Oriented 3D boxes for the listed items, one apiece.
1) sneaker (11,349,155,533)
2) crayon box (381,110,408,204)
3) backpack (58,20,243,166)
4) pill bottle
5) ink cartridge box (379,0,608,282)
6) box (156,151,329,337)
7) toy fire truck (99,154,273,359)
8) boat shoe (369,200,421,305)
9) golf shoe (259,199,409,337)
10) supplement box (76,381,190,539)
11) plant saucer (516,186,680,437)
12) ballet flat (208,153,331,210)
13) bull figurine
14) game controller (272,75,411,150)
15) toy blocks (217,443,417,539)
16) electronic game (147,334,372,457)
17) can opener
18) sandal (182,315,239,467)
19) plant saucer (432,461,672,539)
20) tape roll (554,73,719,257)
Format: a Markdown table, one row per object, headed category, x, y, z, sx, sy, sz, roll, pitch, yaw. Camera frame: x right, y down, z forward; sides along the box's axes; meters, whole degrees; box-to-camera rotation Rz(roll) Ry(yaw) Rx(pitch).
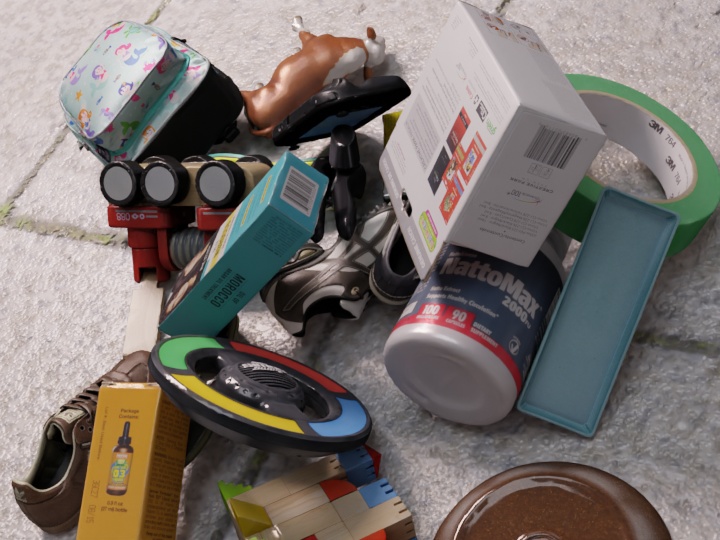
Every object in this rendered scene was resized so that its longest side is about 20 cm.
| category | x | y | z | sx | sy | sz | roll | pitch | yaw |
| --- | --- | --- | --- | --- | --- | --- | --- | --- | --- |
| sneaker | -0.252 | 0.148 | 1.073 | 0.070 | 0.076 | 0.200 | 10 | 56 | 28 |
| crayon box | 0.124 | -0.124 | 1.175 | 0.199 | 0.051 | 0.127 | -11 | 48 | 14 |
| backpack | -0.256 | -0.198 | 1.325 | 0.178 | 0.151 | 0.200 | -50 | 41 | 0 |
| pill bottle | 0.112 | 0.023 | 1.002 | 0.119 | 0.120 | 0.200 | 10 | 51 | 28 |
| ink cartridge box | 0.101 | -0.102 | 0.967 | 0.084 | 0.176 | 0.200 | 15 | 32 | -22 |
| box | -0.109 | -0.014 | 1.040 | 0.200 | 0.049 | 0.082 | -44 | 21 | 36 |
| toy fire truck | -0.181 | -0.015 | 1.179 | 0.175 | 0.201 | 0.129 | 2 | 10 | 22 |
| boat shoe | 0.080 | -0.056 | 1.068 | 0.073 | 0.063 | 0.200 | 35 | 74 | 7 |
| golf shoe | 0.000 | 0.000 | 1.116 | 0.200 | 0.078 | 0.095 | -25 | 70 | -4 |
| supplement box | -0.194 | 0.198 | 0.968 | 0.066 | 0.069 | 0.201 | 0 | 75 | 22 |
| plant saucer | 0.197 | 0.034 | 0.951 | 0.070 | 0.019 | 0.201 | 21 | 94 | 0 |
| ballet flat | -0.094 | -0.088 | 1.228 | 0.199 | 0.067 | 0.067 | 3 | 72 | 22 |
| bull figurine | -0.065 | -0.234 | 1.337 | 0.200 | 0.065 | 0.121 | -40 | 46 | -15 |
| game controller | -0.023 | -0.163 | 1.192 | 0.104 | 0.200 | 0.042 | -4 | 86 | -20 |
| toy blocks | -0.017 | 0.221 | 0.915 | 0.136 | 0.100 | 0.200 | -21 | 36 | -14 |
| electronic game | -0.084 | 0.103 | 0.972 | 0.200 | 0.200 | 0.042 | 29 | 104 | 38 |
| can opener | -0.031 | -0.074 | 1.090 | 0.063 | 0.079 | 0.200 | -10 | 27 | 9 |
| sandal | -0.147 | 0.113 | 1.079 | 0.080 | 0.057 | 0.201 | -10 | 37 | 21 |
| plant saucer | 0.141 | 0.227 | 0.876 | 0.200 | 0.037 | 0.201 | -12 | 47 | 13 |
| tape roll | 0.229 | -0.099 | 1.042 | 0.200 | 0.048 | 0.201 | 13 | 45 | -13 |
